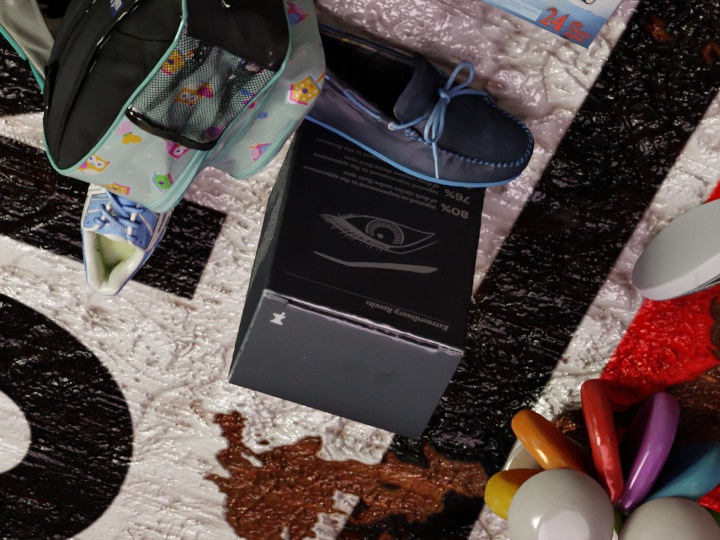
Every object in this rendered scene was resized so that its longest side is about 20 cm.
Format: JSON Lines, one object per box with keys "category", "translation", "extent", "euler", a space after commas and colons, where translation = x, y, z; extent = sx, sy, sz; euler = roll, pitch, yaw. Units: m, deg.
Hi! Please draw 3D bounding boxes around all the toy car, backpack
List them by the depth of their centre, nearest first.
{"category": "backpack", "translation": [-0.123, -0.140, 1.402], "extent": [0.153, 0.176, 0.200], "euler": [25, 127, -35]}
{"category": "toy car", "translation": [0.207, 0.164, 1.679], "extent": [0.200, 0.175, 0.150], "euler": [15, 99, -2]}

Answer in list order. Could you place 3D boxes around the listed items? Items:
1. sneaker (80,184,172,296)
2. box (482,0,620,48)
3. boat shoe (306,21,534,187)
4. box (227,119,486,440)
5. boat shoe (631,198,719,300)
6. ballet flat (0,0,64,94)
{"category": "sneaker", "translation": [-0.163, -0.061, 1.567], "extent": [0.076, 0.077, 0.200], "euler": [16, 134, -2]}
{"category": "box", "translation": [0.093, -0.239, 1.361], "extent": [0.200, 0.038, 0.137], "euler": [23, 135, -11]}
{"category": "boat shoe", "translation": [0.029, -0.114, 1.467], "extent": [0.200, 0.084, 0.069], "euler": [16, 147, -8]}
{"category": "box", "translation": [0.000, 0.000, 1.505], "extent": [0.148, 0.200, 0.104], "euler": [18, 135, -7]}
{"category": "boat shoe", "translation": [0.286, -0.024, 1.516], "extent": [0.200, 0.069, 0.057], "euler": [-32, 122, 33]}
{"category": "ballet flat", "translation": [-0.215, -0.159, 1.493], "extent": [0.064, 0.067, 0.200], "euler": [-29, 131, -1]}
